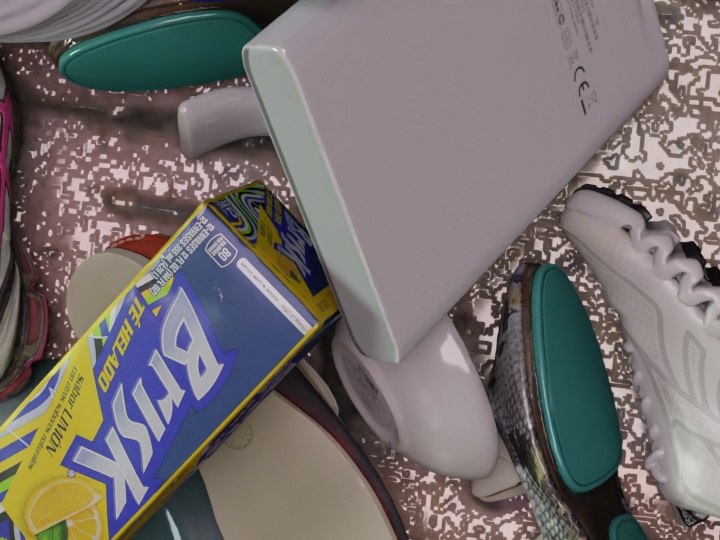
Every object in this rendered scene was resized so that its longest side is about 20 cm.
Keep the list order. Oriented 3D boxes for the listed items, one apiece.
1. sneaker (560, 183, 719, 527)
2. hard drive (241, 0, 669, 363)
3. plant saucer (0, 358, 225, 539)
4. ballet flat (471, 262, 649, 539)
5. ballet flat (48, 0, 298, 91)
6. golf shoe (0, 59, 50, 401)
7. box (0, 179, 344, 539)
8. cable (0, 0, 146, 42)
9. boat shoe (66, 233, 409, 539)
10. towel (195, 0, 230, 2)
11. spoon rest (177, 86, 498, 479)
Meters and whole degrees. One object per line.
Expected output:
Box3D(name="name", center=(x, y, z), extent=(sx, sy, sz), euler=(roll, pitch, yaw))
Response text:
Box3D(name="sneaker", center=(0.141, 0.053, 0.750), extent=(0.081, 0.075, 0.201), euler=(-40, 84, 12))
Box3D(name="hard drive", center=(0.046, -0.078, 0.696), extent=(0.026, 0.200, 0.133), euler=(9, 132, 41))
Box3D(name="plant saucer", center=(-0.138, 0.139, 0.792), extent=(0.198, 0.036, 0.202), euler=(0, 88, 6))
Box3D(name="ballet flat", center=(0.082, 0.099, 0.758), extent=(0.071, 0.072, 0.202), euler=(-20, 85, 5))
Box3D(name="ballet flat", center=(-0.037, -0.124, 0.779), extent=(0.198, 0.068, 0.068), euler=(-8, 67, 12))
Box3D(name="golf shoe", center=(-0.183, -0.046, 0.772), extent=(0.072, 0.092, 0.202), euler=(-19, 77, 6))
Box3D(name="box", center=(-0.091, 0.059, 0.713), extent=(0.064, 0.070, 0.200), euler=(44, 108, 4))
Box3D(name="cable", center=(-0.151, -0.190, 0.727), extent=(0.199, 0.069, 0.201), euler=(31, 108, 12))
Box3D(name="boat shoe", center=(-0.042, 0.066, 0.771), extent=(0.071, 0.063, 0.200), euler=(-43, 84, 21))
Box3D(name="towel", center=(0.018, -0.167, 0.671), extent=(0.200, 0.147, 0.050), euler=(-43, 108, -16))
Box3D(name="spoon rest", center=(0.000, 0.000, 0.760), extent=(0.060, 0.100, 0.201), euler=(-31, 71, -16))
